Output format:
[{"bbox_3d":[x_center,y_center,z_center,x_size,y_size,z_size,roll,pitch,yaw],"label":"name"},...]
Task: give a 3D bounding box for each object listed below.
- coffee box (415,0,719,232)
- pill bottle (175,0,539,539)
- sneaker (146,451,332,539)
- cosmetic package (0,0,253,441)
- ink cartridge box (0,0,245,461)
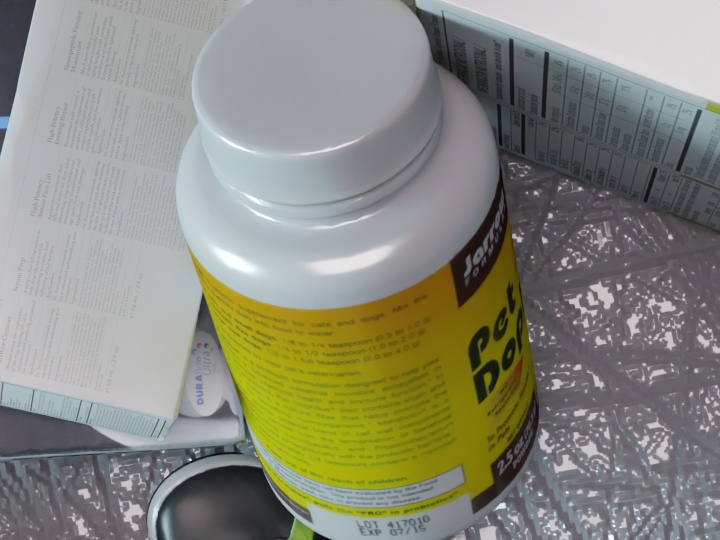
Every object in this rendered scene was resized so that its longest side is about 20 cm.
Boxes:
[{"bbox_3d":[0.143,-0.129,0.787,0.196,0.200,0.201,21,84,7],"label":"coffee box"},{"bbox_3d":[0.000,0.000,0.775,0.108,0.201,0.110,-6,49,7],"label":"pill bottle"},{"bbox_3d":[-0.003,0.144,0.825,0.072,0.083,0.200,-43,82,-2],"label":"sneaker"},{"bbox_3d":[-0.088,-0.046,0.818,0.082,0.051,0.202,14,74,-8],"label":"cosmetic package"},{"bbox_3d":[-0.149,-0.025,0.854,0.198,0.043,0.200,-4,80,-8],"label":"ink cartridge box"}]
